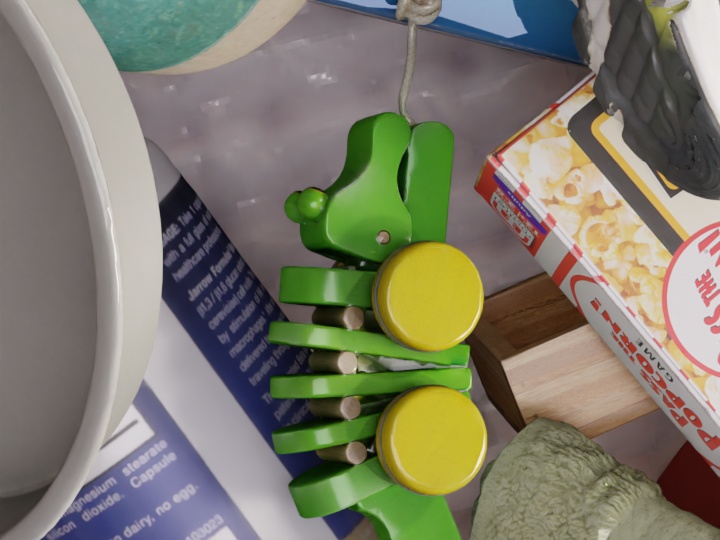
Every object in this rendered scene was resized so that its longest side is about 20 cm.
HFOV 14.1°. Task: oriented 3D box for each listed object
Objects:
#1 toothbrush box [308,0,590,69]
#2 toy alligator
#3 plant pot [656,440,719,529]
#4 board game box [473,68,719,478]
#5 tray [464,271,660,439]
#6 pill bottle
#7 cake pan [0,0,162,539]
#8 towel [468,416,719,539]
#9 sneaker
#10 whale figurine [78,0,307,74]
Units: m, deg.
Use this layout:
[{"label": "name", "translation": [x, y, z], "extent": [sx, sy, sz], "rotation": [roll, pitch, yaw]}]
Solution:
[{"label": "toothbrush box", "translation": [0.048, -0.168, 0.870], "extent": [0.146, 0.085, 0.201], "rotation": [12, 96, -7]}, {"label": "toy alligator", "translation": [0.000, 0.000, 0.815], "extent": [0.054, 0.059, 0.201], "rotation": [-2, 89, -18]}, {"label": "plant pot", "translation": [0.190, 0.129, 0.879], "extent": [0.199, 0.177, 0.201], "rotation": [-1, 98, -6]}, {"label": "board game box", "translation": [0.156, -0.033, 0.817], "extent": [0.200, 0.046, 0.152], "rotation": [-39, 84, -9]}, {"label": "tray", "translation": [0.133, -0.004, 0.894], "extent": [0.199, 0.099, 0.037], "rotation": [-24, 100, -3]}, {"label": "pill bottle", "translation": [-0.079, 0.029, 0.868], "extent": [0.111, 0.111, 0.200], "rotation": [-36, 99, -1]}, {"label": "cake pan", "translation": [-0.129, -0.017, 0.759], "extent": [0.200, 0.037, 0.201], "rotation": [14, 114, 33]}, {"label": "towel", "translation": [0.069, 0.157, 0.818], "extent": [0.036, 0.148, 0.201], "rotation": [-5, 117, -49]}, {"label": "sneaker", "translation": [0.098, -0.117, 0.777], "extent": [0.084, 0.075, 0.201], "rotation": [-5, 72, -13]}, {"label": "whale figurine", "translation": [-0.086, -0.143, 0.809], "extent": [0.200, 0.104, 0.159], "rotation": [48, 116, 31]}]
